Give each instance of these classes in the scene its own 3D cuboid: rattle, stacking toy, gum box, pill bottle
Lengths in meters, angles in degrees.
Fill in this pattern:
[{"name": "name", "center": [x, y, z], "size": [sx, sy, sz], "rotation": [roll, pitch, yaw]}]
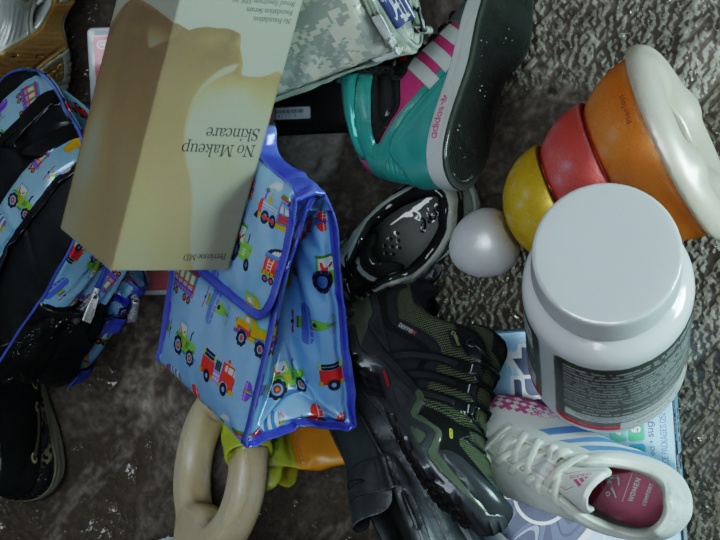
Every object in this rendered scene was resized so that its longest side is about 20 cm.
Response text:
[{"name": "rattle", "center": [-0.081, 0.180, 1.737], "size": [0.130, 0.142, 0.202], "rotation": [35, 117, 42]}, {"name": "stacking toy", "center": [0.149, -0.055, 1.625], "size": [0.199, 0.146, 0.147], "rotation": [-25, 85, 17]}, {"name": "gum box", "center": [0.131, 0.126, 1.677], "size": [0.198, 0.045, 0.172], "rotation": [-5, 90, 13]}, {"name": "pill bottle", "center": [0.164, 0.025, 1.536], "size": [0.113, 0.200, 0.115], "rotation": [-2, 69, 5]}]

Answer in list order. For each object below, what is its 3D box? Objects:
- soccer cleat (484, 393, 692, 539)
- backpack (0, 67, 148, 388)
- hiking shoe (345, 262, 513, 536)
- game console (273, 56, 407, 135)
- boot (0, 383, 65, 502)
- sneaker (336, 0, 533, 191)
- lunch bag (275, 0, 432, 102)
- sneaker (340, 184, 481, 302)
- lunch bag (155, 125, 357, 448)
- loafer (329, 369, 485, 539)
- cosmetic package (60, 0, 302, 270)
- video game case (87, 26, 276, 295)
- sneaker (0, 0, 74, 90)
[{"name": "soccer cleat", "center": [0.135, 0.134, 1.609], "size": [0.198, 0.086, 0.070], "rotation": [17, 95, 13]}, {"name": "backpack", "center": [-0.225, -0.037, 1.670], "size": [0.201, 0.134, 0.183], "rotation": [-55, 48, 28]}, {"name": "hiking shoe", "center": [0.064, 0.084, 1.592], "size": [0.100, 0.076, 0.201], "rotation": [-29, 66, -5]}, {"name": "game console", "center": [-0.063, -0.190, 1.731], "size": [0.198, 0.031, 0.179], "rotation": [-2, 96, 14]}, {"name": "boot", "center": [-0.289, 0.079, 1.721], "size": [0.073, 0.154, 0.205], "rotation": [-19, 87, 13]}, {"name": "sneaker", "center": [0.047, -0.141, 1.664], "size": [0.120, 0.084, 0.201], "rotation": [0, 54, 33]}, {"name": "lunch bag", "center": [-0.061, -0.204, 1.625], "size": [0.199, 0.139, 0.169], "rotation": [-19, 91, 22]}, {"name": "sneaker", "center": [0.000, 0.000, 1.686], "size": [0.076, 0.088, 0.200], "rotation": [44, 101, 7]}, {"name": "lunch bag", "center": [-0.068, -0.004, 1.607], "size": [0.093, 0.150, 0.202], "rotation": [-8, 115, -28]}, {"name": "loafer", "center": [0.021, 0.157, 1.639], "size": [0.070, 0.068, 0.201], "rotation": [-26, 75, -28]}, {"name": "cosmetic package", "center": [-0.119, -0.104, 1.531], "size": [0.071, 0.105, 0.202], "rotation": [36, 119, 44]}, {"name": "video game case", "center": [-0.131, -0.083, 1.735], "size": [0.142, 0.017, 0.202], "rotation": [-1, 96, 13]}, {"name": "sneaker", "center": [-0.261, -0.186, 1.754], "size": [0.088, 0.075, 0.201], "rotation": [44, 121, 48]}]
